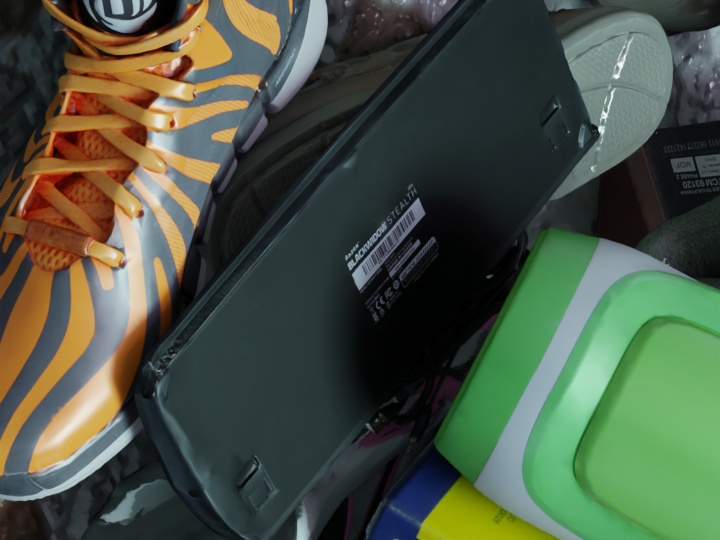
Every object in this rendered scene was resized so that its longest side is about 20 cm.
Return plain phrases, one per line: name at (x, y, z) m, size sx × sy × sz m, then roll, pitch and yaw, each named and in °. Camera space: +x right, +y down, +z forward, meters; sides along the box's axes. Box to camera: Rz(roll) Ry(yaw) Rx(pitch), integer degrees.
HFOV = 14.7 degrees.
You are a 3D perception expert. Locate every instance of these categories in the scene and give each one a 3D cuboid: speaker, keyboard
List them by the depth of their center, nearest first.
speaker at (0.125, 0.065, 0.805) m, size 0.089 × 0.199 × 0.088 m, roll -62°, pitch 177°, yaw -5°
keyboard at (0.000, 0.000, 0.834) m, size 0.200 × 0.040 × 0.104 m, roll -48°, pitch 130°, yaw -31°

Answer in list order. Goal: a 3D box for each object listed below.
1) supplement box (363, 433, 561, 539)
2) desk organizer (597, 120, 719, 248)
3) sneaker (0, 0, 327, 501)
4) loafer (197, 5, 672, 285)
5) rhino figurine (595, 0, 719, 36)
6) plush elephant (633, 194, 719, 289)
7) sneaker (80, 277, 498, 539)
supplement box at (0.091, 0.136, 0.862) m, size 0.110 × 0.200 × 0.109 m, roll -45°, pitch 164°, yaw -53°
desk organizer at (0.176, -0.017, 1.055) m, size 0.199 × 0.077 × 0.072 m, roll -9°, pitch 75°, yaw -30°
sneaker at (-0.075, -0.042, 0.767) m, size 0.112 × 0.077 × 0.201 m, roll 77°, pitch 32°, yaw -61°
loafer at (0.013, -0.040, 0.898) m, size 0.200 × 0.063 × 0.072 m, roll -23°, pitch 122°, yaw -35°
rhino figurine at (0.077, -0.132, 0.934) m, size 0.200 × 0.060 × 0.088 m, roll 13°, pitch 108°, yaw -46°
plush elephant at (0.177, -0.035, 0.920) m, size 0.200 × 0.164 × 0.156 m, roll -1°, pitch 97°, yaw -56°
sneaker at (-0.025, 0.071, 0.887) m, size 0.200 × 0.080 × 0.087 m, roll -44°, pitch 153°, yaw -34°
